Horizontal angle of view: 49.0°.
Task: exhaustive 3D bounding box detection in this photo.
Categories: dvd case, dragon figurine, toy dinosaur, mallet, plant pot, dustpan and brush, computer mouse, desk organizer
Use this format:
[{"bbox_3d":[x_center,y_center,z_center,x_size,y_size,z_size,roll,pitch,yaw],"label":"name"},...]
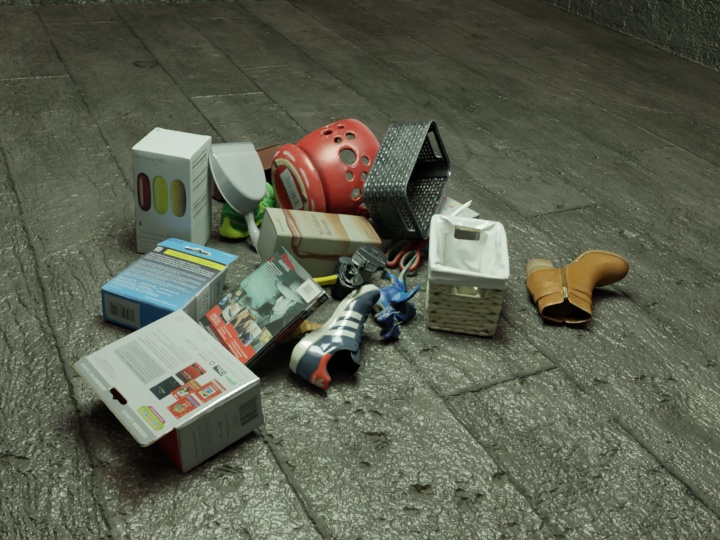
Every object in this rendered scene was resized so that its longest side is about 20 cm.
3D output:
[{"bbox_3d":[-0.157,0.067,1.192,0.200,0.022,0.146,-43,45,-6],"label":"dvd case"},{"bbox_3d":[0.066,0.047,1.335,0.098,0.060,0.199,24,36,28],"label":"dragon figurine"},{"bbox_3d":[-0.128,0.094,1.221,0.197,0.061,0.106,-16,39,-33],"label":"toy dinosaur"},{"bbox_3d":[-0.075,0.012,1.307,0.041,0.067,0.198,32,19,34],"label":"mallet"},{"bbox_3d":[-0.068,-0.178,1.556,0.180,0.204,0.200,-22,40,-27],"label":"plant pot"},{"bbox_3d":[-0.213,-0.134,1.473,0.057,0.203,0.139,-29,-4,29],"label":"dustpan and brush"},{"bbox_3d":[0.000,0.000,1.293,0.058,0.034,0.200,34,22,5],"label":"computer mouse"},{"bbox_3d":[-0.224,-0.203,1.686,0.076,0.073,0.198,30,38,31],"label":"desk organizer"}]

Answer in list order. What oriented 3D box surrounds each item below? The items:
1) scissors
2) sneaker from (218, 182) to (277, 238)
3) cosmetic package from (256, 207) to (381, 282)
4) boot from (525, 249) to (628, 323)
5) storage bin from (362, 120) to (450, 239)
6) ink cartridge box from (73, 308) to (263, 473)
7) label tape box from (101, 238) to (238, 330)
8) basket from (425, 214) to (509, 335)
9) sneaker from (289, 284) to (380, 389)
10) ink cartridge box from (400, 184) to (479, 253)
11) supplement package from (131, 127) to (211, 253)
[{"bbox_3d":[0.125,-0.075,1.491,0.073,0.014,0.201,31,73,38],"label":"scissors"},{"bbox_3d":[-0.215,-0.133,1.558,0.073,0.085,0.201,13,31,10],"label":"sneaker"},{"bbox_3d":[-0.075,-0.045,1.404,0.196,0.089,0.104,2,32,-25],"label":"cosmetic package"},{"bbox_3d":[0.395,0.035,1.408,0.195,0.075,0.156,-6,29,4],"label":"boot"},{"bbox_3d":[0.090,-0.170,1.490,0.092,0.136,0.202,2,51,29],"label":"storage bin"},{"bbox_3d":[-0.256,0.163,1.053,0.174,0.085,0.199,-27,43,-33],"label":"ink cartridge box"},{"bbox_3d":[-0.307,0.026,1.298,0.141,0.067,0.200,15,29,14],"label":"label tape box"},{"bbox_3d":[0.178,0.007,1.360,0.132,0.126,0.201,7,30,3],"label":"basket"},{"bbox_3d":[-0.018,0.105,1.204,0.084,0.076,0.200,36,57,16],"label":"sneaker"},{"bbox_3d":[0.128,-0.111,1.599,0.114,0.069,0.199,-21,40,-36],"label":"ink cartridge box"},{"bbox_3d":[-0.337,-0.137,1.426,0.111,0.204,0.110,9,30,6],"label":"supplement package"}]
